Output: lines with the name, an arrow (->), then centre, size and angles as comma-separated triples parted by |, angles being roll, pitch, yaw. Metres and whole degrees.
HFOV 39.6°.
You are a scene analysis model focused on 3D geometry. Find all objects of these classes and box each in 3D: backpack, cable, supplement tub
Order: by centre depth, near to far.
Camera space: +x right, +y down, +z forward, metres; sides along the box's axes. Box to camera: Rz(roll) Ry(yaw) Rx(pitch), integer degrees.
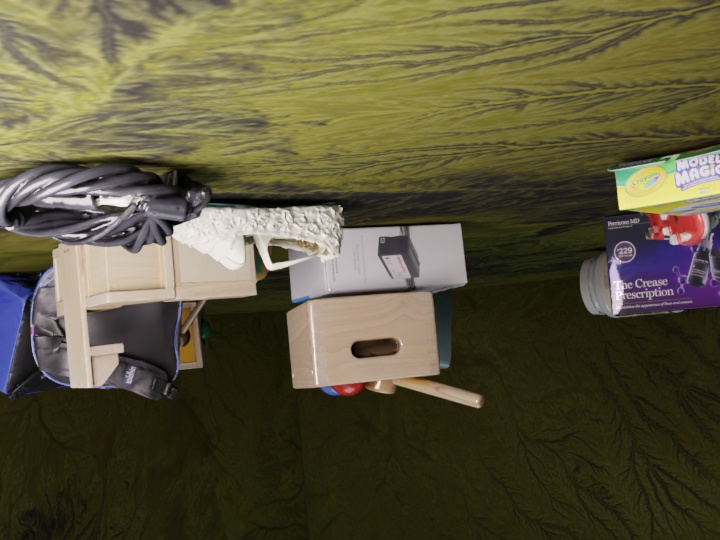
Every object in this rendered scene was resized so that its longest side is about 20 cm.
cable -> -0.218, -0.042, 0.769 | 0.162, 0.051, 0.199 | -2, 176, -40
backpack -> -0.336, 0.063, 1.313 | 0.188, 0.203, 0.154 | 0, -172, -24
backpack -> -0.471, 0.079, 1.475 | 0.167, 0.164, 0.199 | 26, -167, 29
supplement tub -> 0.574, 0.022, 2.086 | 0.198, 0.147, 0.144 | -8, 175, 38

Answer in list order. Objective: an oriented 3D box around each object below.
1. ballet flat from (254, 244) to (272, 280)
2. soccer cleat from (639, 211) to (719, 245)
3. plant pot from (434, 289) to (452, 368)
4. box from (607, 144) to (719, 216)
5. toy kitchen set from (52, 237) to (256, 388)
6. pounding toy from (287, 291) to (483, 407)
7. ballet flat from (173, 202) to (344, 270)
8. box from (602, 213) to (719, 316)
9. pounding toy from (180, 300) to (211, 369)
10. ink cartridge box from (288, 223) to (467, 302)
ballet flat -> -0.162, -0.006, 1.287 | 0.068, 0.064, 0.200 | -3, 176, -19
soccer cleat -> 0.382, -0.067, 1.155 | 0.084, 0.069, 0.200 | -14, 179, 3
plant pot -> 0.020, 0.063, 1.692 | 0.198, 0.199, 0.195 | 7, 170, -33
box -> 0.319, -0.083, 0.926 | 0.116, 0.049, 0.199 | -9, 173, 38
toy kitchen set -> -0.240, 0.043, 1.148 | 0.179, 0.165, 0.199 | -3, 176, -32
pounding toy -> 0.025, 0.107, 1.248 | 0.197, 0.144, 0.184 | -4, 174, -14
ballet flat -> -0.099, -0.033, 0.959 | 0.198, 0.073, 0.072 | -2, 175, -30
box -> 0.449, -0.015, 1.405 | 0.198, 0.143, 0.079 | -7, 174, 19
pounding toy -> -0.427, 0.135, 2.333 | 0.197, 0.187, 0.142 | -5, -172, 2
ink cartridge box -> 0.020, -0.009, 1.322 | 0.198, 0.085, 0.145 | -3, 174, -23
